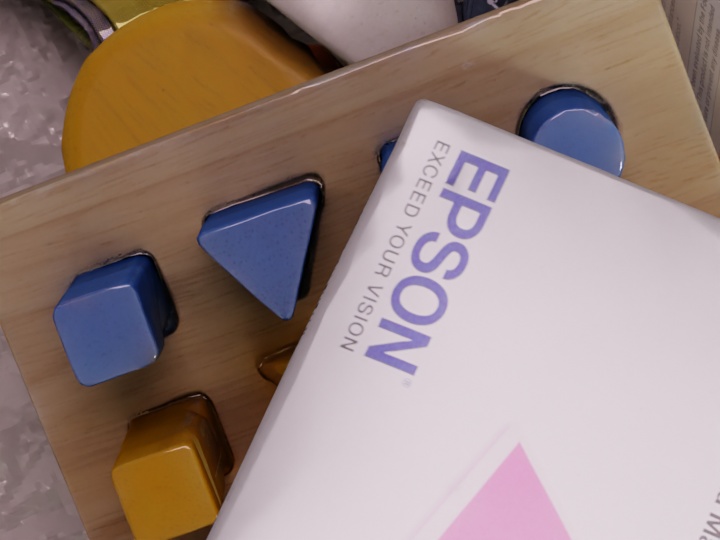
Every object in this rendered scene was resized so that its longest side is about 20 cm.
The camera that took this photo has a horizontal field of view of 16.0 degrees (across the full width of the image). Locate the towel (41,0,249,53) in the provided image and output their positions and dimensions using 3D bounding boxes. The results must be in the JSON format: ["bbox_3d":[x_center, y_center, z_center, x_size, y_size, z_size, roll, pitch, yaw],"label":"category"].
[{"bbox_3d":[-0.029,-0.133,0.905,0.200,0.023,0.144,-27,25,-13],"label":"towel"}]

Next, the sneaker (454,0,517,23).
[{"bbox_3d":[0.072,-0.068,0.887,0.084,0.075,0.200,-26,54,-14],"label":"sneaker"}]

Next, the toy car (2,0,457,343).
[{"bbox_3d":[0.000,0.000,0.810,0.200,0.150,0.175,43,97,25],"label":"toy car"}]

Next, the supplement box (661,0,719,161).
[{"bbox_3d":[0.089,-0.120,0.766,0.073,0.126,0.200,-27,62,-14],"label":"supplement box"}]

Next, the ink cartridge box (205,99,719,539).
[{"bbox_3d":[0.064,0.084,0.587,0.199,0.043,0.197,22,71,10],"label":"ink cartridge box"}]

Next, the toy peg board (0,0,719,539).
[{"bbox_3d":[0.019,0.048,0.675,0.199,0.098,0.200,-21,99,3],"label":"toy peg board"}]
